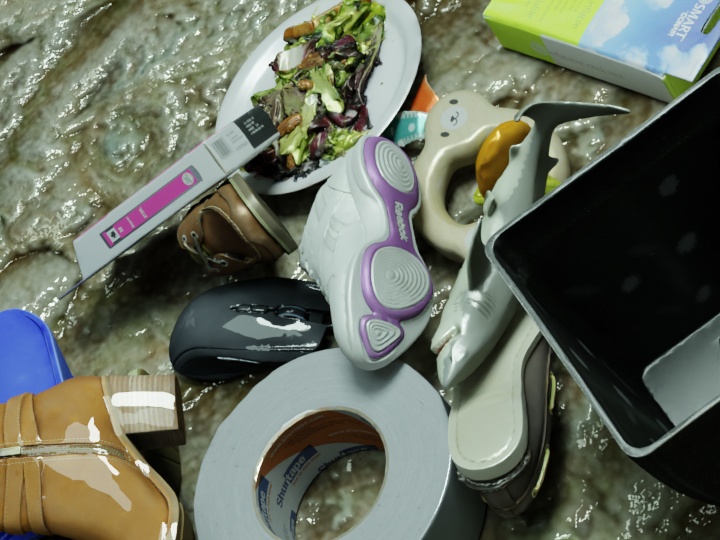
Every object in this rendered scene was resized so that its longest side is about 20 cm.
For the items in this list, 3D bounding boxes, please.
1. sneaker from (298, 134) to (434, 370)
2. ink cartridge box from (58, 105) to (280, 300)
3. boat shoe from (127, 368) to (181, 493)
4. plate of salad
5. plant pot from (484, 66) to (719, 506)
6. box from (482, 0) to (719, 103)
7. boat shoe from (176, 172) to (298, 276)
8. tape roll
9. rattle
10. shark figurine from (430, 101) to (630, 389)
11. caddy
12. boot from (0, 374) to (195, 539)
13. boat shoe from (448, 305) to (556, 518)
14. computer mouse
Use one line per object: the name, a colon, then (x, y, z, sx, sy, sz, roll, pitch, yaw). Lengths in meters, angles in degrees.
sneaker: (0.000, 0.000, 1.501, 0.099, 0.075, 0.201, -40, 33, 36)
ink cartridge box: (-0.156, -0.051, 1.614, 0.200, 0.037, 0.095, -36, 4, 32)
boat shoe: (-0.171, 0.167, 1.530, 0.063, 0.073, 0.202, -14, 61, 15)
plate of salad: (-0.041, -0.149, 1.663, 0.199, 0.048, 0.201, -21, 47, 24)
plant pot: (0.230, 0.032, 1.323, 0.199, 0.178, 0.201, -36, 50, 3)
box: (0.204, -0.203, 1.575, 0.199, 0.048, 0.122, 25, 75, 38)
boat shoe: (-0.097, -0.025, 1.563, 0.068, 0.072, 0.200, -38, 4, -5)
tape roll: (-0.015, 0.156, 1.452, 0.199, 0.066, 0.202, -14, 55, 20)
rattle: (0.060, -0.103, 1.536, 0.130, 0.142, 0.201, -43, 53, 18)
shark figurine: (0.118, -0.024, 1.417, 0.089, 0.128, 0.216, 22, 103, 1)
caddy: (-0.275, 0.126, 1.592, 0.140, 0.106, 0.201, -20, 39, -3)
boot: (-0.196, 0.166, 1.444, 0.154, 0.077, 0.202, -8, 67, 2)
boat shoe: (0.101, 0.080, 1.434, 0.071, 0.060, 0.201, -14, 38, 19)
computer mouse: (-0.059, 0.012, 1.583, 0.198, 0.046, 0.142, -1, 60, 29)
